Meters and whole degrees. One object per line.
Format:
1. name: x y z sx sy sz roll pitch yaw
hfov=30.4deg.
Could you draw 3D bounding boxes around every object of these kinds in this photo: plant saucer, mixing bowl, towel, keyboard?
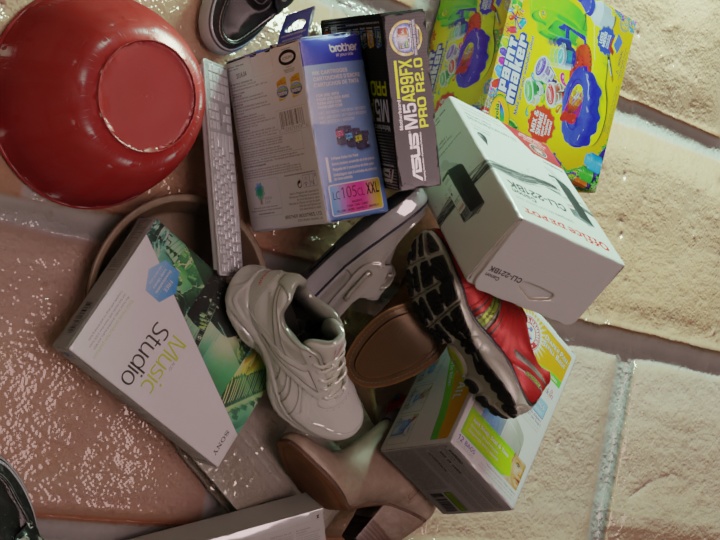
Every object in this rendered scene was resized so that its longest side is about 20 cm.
1. plant saucer: -0.174 0.028 1.253 0.199 0.029 0.202 -5 99 -38
2. mixing bowl: -0.211 -0.152 1.156 0.199 0.108 0.202 -4 96 -38
3. towel: -0.089 0.192 1.335 0.133 0.034 0.200 -49 120 -26
4. keyboard: -0.130 -0.095 1.246 0.056 0.011 0.202 0 85 -67

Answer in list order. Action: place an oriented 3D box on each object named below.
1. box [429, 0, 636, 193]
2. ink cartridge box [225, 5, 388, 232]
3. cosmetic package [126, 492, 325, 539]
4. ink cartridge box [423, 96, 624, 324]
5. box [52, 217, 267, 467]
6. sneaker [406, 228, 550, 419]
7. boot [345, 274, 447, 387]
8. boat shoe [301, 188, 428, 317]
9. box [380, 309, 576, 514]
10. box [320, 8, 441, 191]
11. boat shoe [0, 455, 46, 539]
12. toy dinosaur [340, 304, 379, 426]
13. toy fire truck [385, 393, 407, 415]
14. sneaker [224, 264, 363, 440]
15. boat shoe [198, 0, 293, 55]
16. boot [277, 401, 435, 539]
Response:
1. box: 0.176 -0.209 1.449 0.192 0.122 0.201 18 83 -37
2. ink cartridge box: -0.055 -0.143 1.252 0.076 0.136 0.202 -14 96 -36
3. cosmetic package: -0.131 0.280 1.272 0.199 0.051 0.083 -10 108 -24
4. ink cartridge box: 0.144 -0.058 1.273 0.144 0.201 0.084 21 121 -34
5. box: -0.167 0.068 1.222 0.200 0.036 0.145 45 66 -33
6. sneaker: 0.115 0.044 1.275 0.085 0.077 0.201 -33 98 -33
7. boot: 0.056 0.034 1.370 0.200 0.155 0.074 -40 104 -2
8. boat shoe: 0.000 0.000 1.281 0.200 0.072 0.066 -43 99 14
9. box: 0.124 0.134 1.361 0.113 0.101 0.201 48 52 -24
10. box: 0.016 -0.165 1.275 0.044 0.200 0.161 -9 101 -16
11. boat shoe: -0.302 0.253 1.148 0.073 0.068 0.201 -15 103 -37
12. toy dinosaur: -0.012 0.092 1.370 0.101 0.058 0.201 -24 109 -35
13. toy fire truck: 0.089 0.091 1.456 0.200 0.049 0.141 -45 118 -24
14. sneaker: -0.045 0.083 1.234 0.078 0.099 0.201 -50 120 -32
15. boat shoe: -0.077 -0.287 1.274 0.200 0.066 0.070 -51 122 -23
16. boot: 0.012 0.191 1.353 0.146 0.070 0.201 -49 125 -27
